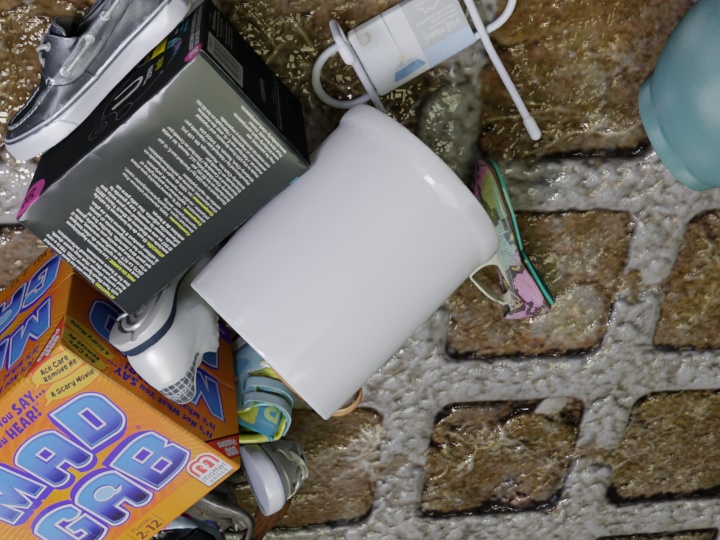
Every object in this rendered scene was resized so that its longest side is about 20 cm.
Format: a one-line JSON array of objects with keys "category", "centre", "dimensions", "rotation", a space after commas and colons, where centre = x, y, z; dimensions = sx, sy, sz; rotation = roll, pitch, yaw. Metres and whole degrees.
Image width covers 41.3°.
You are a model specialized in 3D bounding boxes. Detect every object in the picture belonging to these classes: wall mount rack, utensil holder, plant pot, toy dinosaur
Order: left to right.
[{"category": "toy dinosaur", "centre": [-0.162, 0.216, 0.963], "dimensions": [0.077, 0.200, 0.102], "rotation": [-43, 121, 8]}, {"category": "utensil holder", "centre": [-0.014, -0.005, 0.779], "dimensions": [0.200, 0.170, 0.170], "rotation": [-46, 123, -9]}, {"category": "wall mount rack", "centre": [0.064, -0.168, 0.835], "dimensions": [0.199, 0.075, 0.174], "rotation": [-28, 126, 9]}, {"category": "plant pot", "centre": [0.334, -0.151, 0.847], "dimensions": [0.200, 0.202, 0.134], "rotation": [32, 139, -28]}]

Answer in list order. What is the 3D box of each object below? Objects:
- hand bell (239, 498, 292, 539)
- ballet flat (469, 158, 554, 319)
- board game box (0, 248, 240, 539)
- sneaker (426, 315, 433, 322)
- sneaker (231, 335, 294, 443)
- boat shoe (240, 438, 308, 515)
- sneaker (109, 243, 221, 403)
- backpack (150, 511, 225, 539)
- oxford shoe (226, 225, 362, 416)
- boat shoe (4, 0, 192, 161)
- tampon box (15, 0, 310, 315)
[{"category": "hand bell", "centre": [-0.118, 0.287, 1.014], "dimensions": [0.103, 0.200, 0.105], "rotation": [10, 122, 17]}, {"category": "ballet flat", "centre": [0.135, -0.019, 0.955], "dimensions": [0.071, 0.069, 0.201], "rotation": [-25, 128, 7]}, {"category": "board game box", "centre": [-0.254, 0.120, 0.884], "dimensions": [0.199, 0.200, 0.200], "rotation": [-39, 122, 15]}, {"category": "sneaker", "centre": [0.000, 0.000, 0.915], "dimensions": [0.198, 0.076, 0.093], "rotation": [17, 92, -20]}, {"category": "sneaker", "centre": [-0.073, 0.094, 0.946], "dimensions": [0.079, 0.131, 0.200], "rotation": [33, 110, -27]}, {"category": "boat shoe", "centre": [-0.087, 0.202, 0.997], "dimensions": [0.065, 0.200, 0.074], "rotation": [-18, 92, -12]}, {"category": "sneaker", "centre": [-0.158, 0.035, 0.848], "dimensions": [0.076, 0.201, 0.081], "rotation": [-28, 113, 23]}, {"category": "backpack", "centre": [-0.246, 0.300, 1.050], "dimensions": [0.198, 0.127, 0.168], "rotation": [-20, 138, -1]}, {"category": "oxford shoe", "centre": [-0.066, 0.047, 0.883], "dimensions": [0.071, 0.073, 0.201], "rotation": [-36, 82, -14]}, {"category": "boat shoe", "centre": [-0.228, -0.174, 0.773], "dimensions": [0.200, 0.072, 0.068], "rotation": [-40, 124, 12]}, {"category": "tampon box", "centre": [-0.158, -0.095, 0.787], "dimensions": [0.199, 0.150, 0.126], "rotation": [-37, 118, 13]}]
